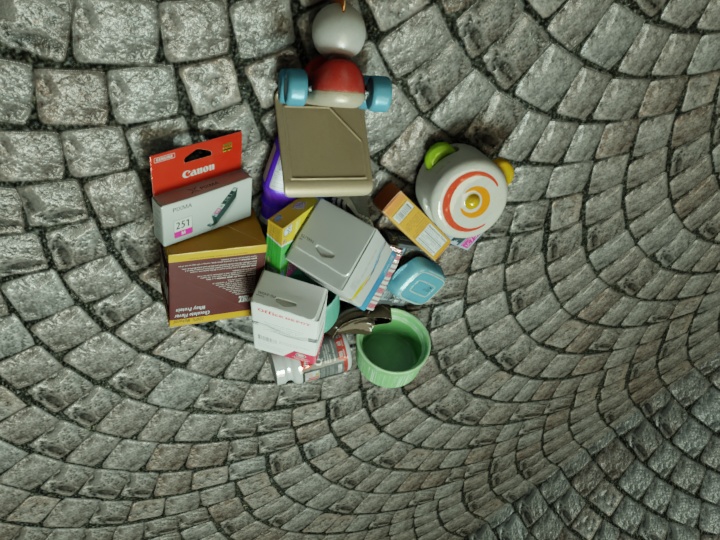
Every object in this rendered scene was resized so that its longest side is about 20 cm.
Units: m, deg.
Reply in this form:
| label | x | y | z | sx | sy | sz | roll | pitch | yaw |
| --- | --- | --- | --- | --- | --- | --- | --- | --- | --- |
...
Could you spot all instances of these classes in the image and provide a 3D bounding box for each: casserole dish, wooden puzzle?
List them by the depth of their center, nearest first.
| label | x | y | z | sx | sy | sz | roll | pitch | yaw |
| --- | --- | --- | --- | --- | --- | --- | --- | --- | --- |
| wooden puzzle | -0.071 | -0.242 | 1.345 | 0.182 | 0.204 | 0.037 | -4 | 177 | -24 |
| casserole dish | 0.143 | 0.032 | 1.727 | 0.121 | 0.039 | 0.199 | -45 | 151 | 14 |

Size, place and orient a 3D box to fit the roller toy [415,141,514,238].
| label | x | y | z | sx | sy | sz | roll | pitch | yaw |
| --- | --- | --- | --- | --- | --- | --- | --- | --- | --- |
| roller toy | 0.224 | -0.172 | 1.540 | 0.197 | 0.140 | 0.185 | 6 | 115 | -21 |

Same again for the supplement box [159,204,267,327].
| label | x | y | z | sx | sy | sz | roll | pitch | yaw |
| --- | --- | --- | --- | --- | --- | --- | --- | --- | --- |
| supplement box | -0.310 | -0.011 | 1.456 | 0.194 | 0.134 | 0.202 | -7 | 135 | -21 |

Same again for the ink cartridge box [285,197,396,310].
| label | x | y | z | sx | sy | sz | roll | pitch | yaw |
| --- | --- | --- | --- | --- | --- | --- | --- | --- | --- |
| ink cartridge box | -0.036 | -0.029 | 1.477 | 0.147 | 0.145 | 0.200 | -59 | 161 | -5 |

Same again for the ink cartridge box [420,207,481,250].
| label | x | y | z | sx | sy | sz | roll | pitch | yaw |
| --- | --- | --- | --- | --- | --- | --- | --- | --- | --- |
| ink cartridge box | 0.227 | -0.125 | 1.699 | 0.198 | 0.042 | 0.120 | 19 | 121 | -38 |

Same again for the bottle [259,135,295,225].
| label | x | y | z | sx | sy | sz | roll | pitch | yaw |
| --- | --- | --- | --- | --- | --- | --- | --- | --- | --- |
| bottle | -0.155 | -0.181 | 1.417 | 0.082 | 0.066 | 0.202 | 5 | 130 | -26 |

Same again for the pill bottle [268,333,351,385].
| label | x | y | z | sx | sy | sz | roll | pitch | yaw |
| --- | --- | --- | --- | --- | --- | --- | --- | --- | --- |
| pill bottle | -0.130 | 0.223 | 1.805 | 0.197 | 0.117 | 0.117 | -14 | 138 | -15 |

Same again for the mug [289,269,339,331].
| label | x | y | z | sx | sy | sz | roll | pitch | yaw |
| --- | --- | --- | --- | --- | --- | --- | --- | --- | --- |
| mug | -0.134 | 0.070 | 1.640 | 0.151 | 0.184 | 0.115 | -36 | 147 | -28 |

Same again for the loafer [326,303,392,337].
| label | x | y | z | sx | sy | sz | roll | pitch | yaw |
| --- | --- | --- | --- | --- | --- | --- | --- | --- | --- |
| loafer | 0.004 | 0.129 | 1.777 | 0.198 | 0.072 | 0.073 | -21 | 159 | -28 |

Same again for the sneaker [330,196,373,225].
| label | x | y | z | sx | sy | sz | roll | pitch | yaw |
| --- | --- | --- | --- | --- | --- | --- | --- | --- | --- |
| sneaker | 0.004 | -0.159 | 1.523 | 0.200 | 0.074 | 0.117 | 46 | 65 | -72 |

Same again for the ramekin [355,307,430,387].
| label | x | y | z | sx | sy | sz | roll | pitch | yaw |
| --- | --- | --- | --- | --- | --- | --- | --- | --- | --- |
| ramekin | 0.079 | 0.207 | 1.845 | 0.197 | 0.202 | 0.098 | -10 | 144 | -18 |

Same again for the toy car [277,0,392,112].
| label | x | y | z | sx | sy | sz | roll | pitch | yaw |
| --- | --- | --- | --- | --- | --- | --- | --- | --- | --- |
| toy car | -0.043 | -0.388 | 1.229 | 0.181 | 0.177 | 0.204 | 1 | 105 | -14 |

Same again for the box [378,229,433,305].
| label | x | y | z | sx | sy | sz | roll | pitch | yaw |
| --- | --- | --- | --- | --- | --- | --- | --- | --- | --- |
| box | 0.083 | -0.003 | 1.737 | 0.156 | 0.051 | 0.201 | 6 | 130 | -32 |

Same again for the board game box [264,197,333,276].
| label | x | y | z | sx | sy | sz | roll | pitch | yaw |
| --- | --- | --- | --- | --- | --- | --- | --- | --- | --- |
| board game box | -0.120 | -0.085 | 1.472 | 0.200 | 0.040 | 0.154 | -43 | 154 | -41 |

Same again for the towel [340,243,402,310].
| label | x | y | z | sx | sy | sz | roll | pitch | yaw |
| --- | --- | --- | --- | --- | --- | --- | --- | --- | --- |
| towel | 0.000 | 0.000 | 1.668 | 0.144 | 0.030 | 0.202 | 22 | 127 | -7 |

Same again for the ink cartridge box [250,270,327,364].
| label | x | y | z | sx | sy | sz | roll | pitch | yaw |
| --- | --- | --- | --- | --- | --- | --- | --- | --- | --- |
| ink cartridge box | -0.147 | 0.101 | 1.467 | 0.143 | 0.084 | 0.201 | 16 | 147 | 4 |

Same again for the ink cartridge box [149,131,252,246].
| label | x | y | z | sx | sy | sz | roll | pitch | yaw |
| --- | --- | --- | --- | --- | --- | --- | --- | --- | --- |
| ink cartridge box | -0.297 | -0.155 | 1.333 | 0.198 | 0.043 | 0.175 | -24 | 140 | -34 |

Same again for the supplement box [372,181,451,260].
| label | x | y | z | sx | sy | sz | roll | pitch | yaw |
| --- | --- | --- | --- | --- | --- | --- | --- | --- | --- |
| supplement box | 0.118 | -0.109 | 1.599 | 0.069 | 0.067 | 0.200 | -46 | 124 | 3 |
